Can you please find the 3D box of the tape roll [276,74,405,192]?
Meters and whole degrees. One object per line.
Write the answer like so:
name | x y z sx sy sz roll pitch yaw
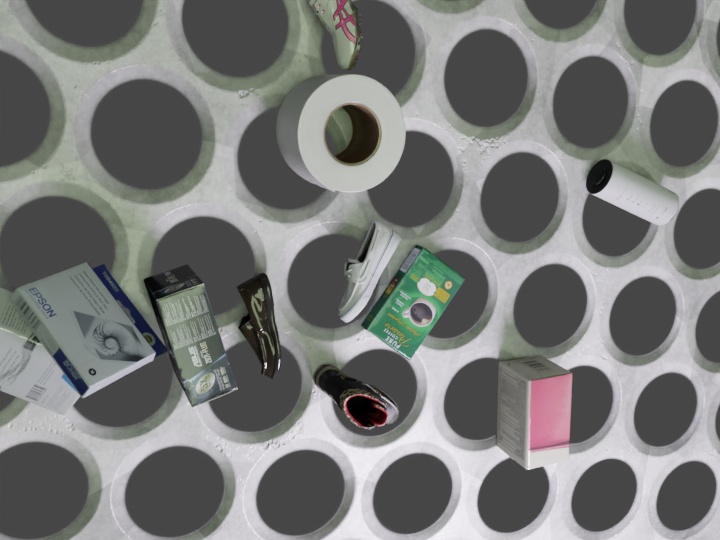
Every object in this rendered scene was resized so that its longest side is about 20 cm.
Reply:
tape roll | -0.037 -0.247 1.506 0.202 0.139 0.204 -5 105 -20

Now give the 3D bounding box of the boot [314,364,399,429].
boot | 0.014 0.262 1.634 0.200 0.151 0.073 37 87 -24

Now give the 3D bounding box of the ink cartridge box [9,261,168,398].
ink cartridge box | -0.427 0.083 1.373 0.200 0.200 0.041 51 124 6

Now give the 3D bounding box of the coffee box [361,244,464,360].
coffee box | 0.104 0.063 1.684 0.123 0.044 0.200 34 88 -24

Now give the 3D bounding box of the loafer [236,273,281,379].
loafer | -0.191 0.106 1.570 0.071 0.073 0.201 -9 100 -9

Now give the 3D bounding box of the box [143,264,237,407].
box | -0.297 0.109 1.471 0.086 0.164 0.201 -20 109 -17

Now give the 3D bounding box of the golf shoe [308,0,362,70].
golf shoe | -0.046 -0.454 1.497 0.092 0.073 0.201 -6 95 -12

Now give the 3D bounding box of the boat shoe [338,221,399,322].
boat shoe | 0.000 0.000 1.621 0.065 0.074 0.201 31 79 -20

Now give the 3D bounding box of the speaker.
speaker | 0.578 -0.165 1.799 0.199 0.081 0.082 20 94 -24

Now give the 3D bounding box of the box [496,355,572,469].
box | 0.367 0.297 1.794 0.108 0.128 0.201 -7 105 -21

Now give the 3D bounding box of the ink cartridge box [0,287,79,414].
ink cartridge box | -0.539 0.133 1.383 0.199 0.084 0.145 28 126 -25
